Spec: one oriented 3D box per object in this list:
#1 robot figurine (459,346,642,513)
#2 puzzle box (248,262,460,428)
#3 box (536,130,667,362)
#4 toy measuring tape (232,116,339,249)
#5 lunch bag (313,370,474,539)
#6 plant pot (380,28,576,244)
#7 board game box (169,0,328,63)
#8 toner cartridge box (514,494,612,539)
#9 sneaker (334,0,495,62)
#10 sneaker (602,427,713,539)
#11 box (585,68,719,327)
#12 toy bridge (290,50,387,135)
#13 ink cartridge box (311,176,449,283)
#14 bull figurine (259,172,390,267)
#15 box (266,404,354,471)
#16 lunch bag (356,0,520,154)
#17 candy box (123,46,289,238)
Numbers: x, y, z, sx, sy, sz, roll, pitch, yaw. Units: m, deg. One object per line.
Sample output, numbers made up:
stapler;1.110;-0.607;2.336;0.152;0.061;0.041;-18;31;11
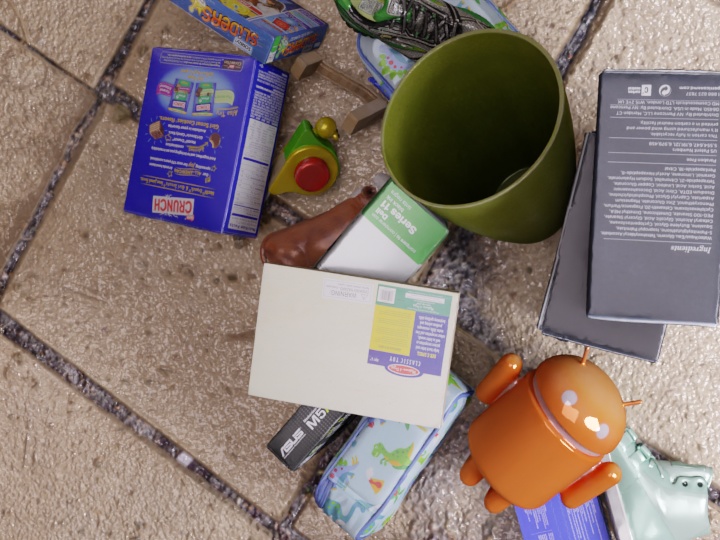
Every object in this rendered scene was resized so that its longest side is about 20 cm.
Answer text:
robot figurine;0.189;0.165;1.041;0.200;0.116;0.145;-45;47;26
puzzle box;-0.007;0.072;0.988;0.197;0.025;0.135;9;94;10
box;0.267;-0.022;1.037;0.122;0.196;0.203;14;93;12
toy measuring tape;-0.079;-0.096;1.201;0.073;0.073;0.201;41;115;11
lunch bag;0.039;0.192;1.107;0.082;0.161;0.201;36;95;15
plant pot;0.146;-0.110;1.028;0.185;0.200;0.190;-12;64;25
board game box;-0.150;-0.316;1.175;0.199;0.135;0.035;35;121;12
toner cartridge box;0.216;0.242;1.128;0.094;0.043;0.203;-16;86;13
sneaker;0.055;-0.258;1.066;0.198;0.085;0.079;23;98;12
sneaker;0.313;0.200;1.093;0.117;0.074;0.203;-15;83;6
box;0.252;-0.058;0.865;0.105;0.148;0.203;3;89;13
toy bridge;0.007;-0.180;1.170;0.200;0.067;0.027;47;134;11
ink cartridge box;0.000;0.000;1.073;0.083;0.147;0.200;40;98;-3
bull figurine;-0.019;-0.029;1.177;0.198;0.065;0.123;-22;87;14
box;-0.002;0.119;1.103;0.047;0.200;0.194;40;100;9
lunch bag;0.100;-0.234;1.139;0.161;0.082;0.200;-42;81;10
candy box;-0.184;-0.151;1.191;0.167;0.077;0.203;13;92;33
